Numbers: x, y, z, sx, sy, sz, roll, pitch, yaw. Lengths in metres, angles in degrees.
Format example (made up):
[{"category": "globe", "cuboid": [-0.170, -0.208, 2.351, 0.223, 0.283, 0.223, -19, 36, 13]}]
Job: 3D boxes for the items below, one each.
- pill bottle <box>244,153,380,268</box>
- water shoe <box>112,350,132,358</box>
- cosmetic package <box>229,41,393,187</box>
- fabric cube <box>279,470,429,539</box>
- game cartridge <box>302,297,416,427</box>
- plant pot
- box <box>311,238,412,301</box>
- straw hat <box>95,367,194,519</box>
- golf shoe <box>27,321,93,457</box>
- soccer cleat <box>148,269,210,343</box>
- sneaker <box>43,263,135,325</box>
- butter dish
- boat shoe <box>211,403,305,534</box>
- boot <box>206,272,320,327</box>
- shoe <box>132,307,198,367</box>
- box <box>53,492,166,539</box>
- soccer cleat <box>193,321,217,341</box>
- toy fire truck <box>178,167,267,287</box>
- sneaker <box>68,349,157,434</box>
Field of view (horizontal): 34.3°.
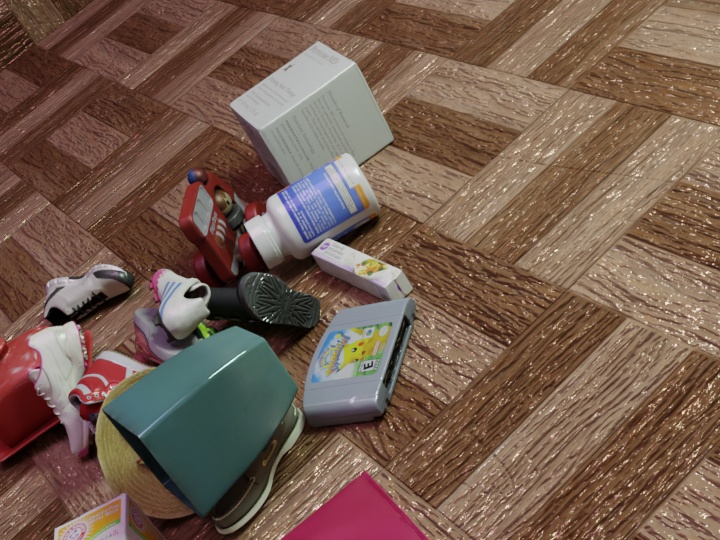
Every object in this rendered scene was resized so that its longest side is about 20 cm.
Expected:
[{"category": "pill bottle", "cuboid": [-0.078, -0.088, 1.827, 0.199, 0.113, 0.112, -30, 33, -3]}, {"category": "water shoe", "cuboid": [-0.359, 0.205, 1.754, 0.079, 0.071, 0.200, -54, 30, 18]}, {"category": "cosmetic package", "cuboid": [-0.085, -0.256, 2.009, 0.199, 0.167, 0.167, -36, 33, -8]}, {"category": "fabric cube", "cuboid": [0.010, 0.359, 1.114, 0.199, 0.201, 0.196, -37, 33, -11]}, {"category": "game cartridge", "cuboid": [-0.005, 0.121, 1.579, 0.132, 0.041, 0.201, -15, 37, 31]}, {"category": "plant pot", "cuboid": [-0.189, 0.172, 1.466, 0.200, 0.142, 0.141, -43, 27, -19]}, {"category": "box", "cuboid": [0.000, 0.000, 1.725, 0.039, 0.042, 0.199, -43, 33, -17]}, {"category": "straw hat", "cuboid": [-0.258, 0.233, 1.581, 0.201, 0.201, 0.085, -40, -5, -11]}, {"category": "golf shoe", "cuboid": [-0.445, 0.180, 1.737, 0.091, 0.202, 0.075, -7, -3, -18]}, {"category": "soccer cleat", "cuboid": [-0.257, 0.040, 1.706, 0.086, 0.070, 0.200, -32, 25, 1]}, {"category": "sneaker", "cuboid": [-0.476, 0.047, 2.048, 0.199, 0.074, 0.081, -17, 50, 30]}, {"category": "butter dish", "cuboid": [-0.535, 0.165, 1.848, 0.199, 0.148, 0.200, -34, 33, 10]}, {"category": "boat shoe", "cuboid": [-0.141, 0.244, 1.510, 0.072, 0.061, 0.202, -2, 44, 38]}, {"category": "boot", "cuboid": [-0.182, 0.041, 1.721, 0.199, 0.164, 0.066, 7, 75, 40]}, {"category": "shoe", "cuboid": [-0.292, 0.128, 1.724, 0.071, 0.092, 0.200, 0, 16, -26]}, {"category": "box", "cuboid": [-0.305, 0.391, 1.420, 0.112, 0.102, 0.201, -27, 34, 8]}, {"category": "soccer cleat", "cuboid": [-0.231, 0.136, 1.724, 0.081, 0.067, 0.200, -45, 33, 4]}, {"category": "toy fire truck", "cuboid": [-0.230, -0.079, 1.900, 0.111, 0.169, 0.201, -20, 35, 17]}, {"category": "sneaker", "cuboid": [-0.317, 0.185, 1.636, 0.198, 0.072, 0.113, 13, 43, 27]}]
